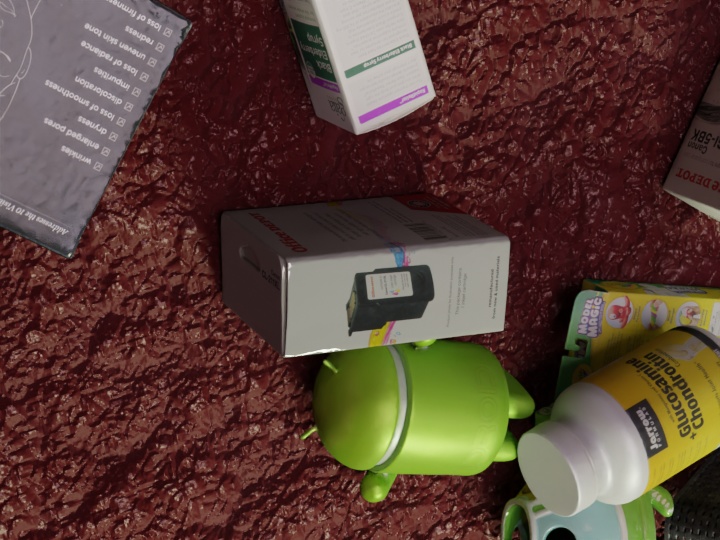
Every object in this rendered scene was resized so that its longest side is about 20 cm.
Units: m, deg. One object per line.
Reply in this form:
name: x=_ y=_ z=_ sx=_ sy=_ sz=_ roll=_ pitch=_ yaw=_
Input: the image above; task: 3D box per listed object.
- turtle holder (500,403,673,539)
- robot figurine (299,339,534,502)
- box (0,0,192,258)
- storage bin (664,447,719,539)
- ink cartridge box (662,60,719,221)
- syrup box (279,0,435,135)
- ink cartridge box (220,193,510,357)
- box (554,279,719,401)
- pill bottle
turtle holder: x=0.202 y=0.228 z=1.619 sx=0.130 sy=0.141 sz=0.187 roll=3 pitch=106 yaw=-20
robot figurine: x=0.047 y=0.116 z=1.522 sx=0.198 sy=0.116 sz=0.177 roll=5 pitch=115 yaw=-27
box: x=-0.263 y=-0.146 z=1.288 sx=0.199 sy=0.124 sz=0.198 roll=27 pitch=91 yaw=-30
storage bin: x=0.369 y=0.251 z=1.680 sx=0.200 sy=0.093 sz=0.137 roll=-32 pitch=122 yaw=-51
ink cartridge box: x=0.376 y=-0.133 z=1.591 sx=0.082 sy=0.147 sz=0.201 roll=22 pitch=94 yaw=-28
syrup box: x=-0.015 y=-0.218 z=1.414 sx=0.081 sy=0.079 sz=0.202 roll=-25 pitch=115 yaw=-18
ink cartridge box: x=0.000 y=0.000 z=1.448 sx=0.198 sy=0.146 sz=0.084 roll=-6 pitch=110 yaw=-24
box: x=0.267 y=0.073 z=1.658 sx=0.198 sy=0.048 sz=0.119 roll=4 pitch=104 yaw=-29
pill bottle: x=0.238 y=0.135 z=1.556 sx=0.199 sy=0.112 sz=0.113 roll=-26 pitch=115 yaw=-28
